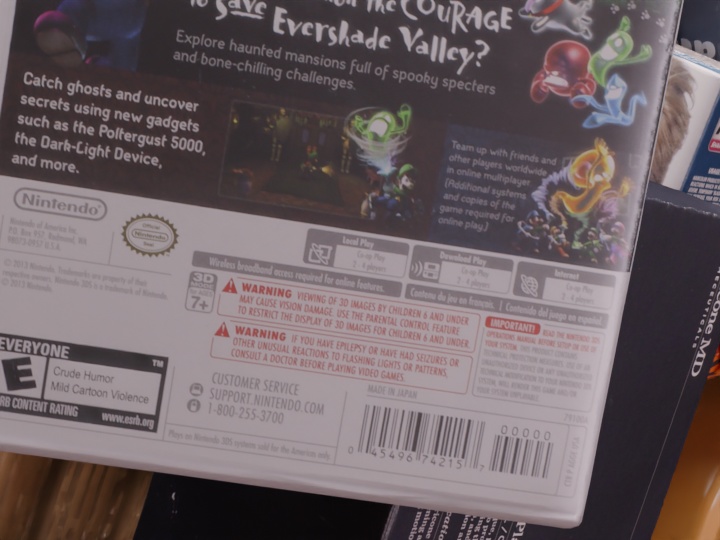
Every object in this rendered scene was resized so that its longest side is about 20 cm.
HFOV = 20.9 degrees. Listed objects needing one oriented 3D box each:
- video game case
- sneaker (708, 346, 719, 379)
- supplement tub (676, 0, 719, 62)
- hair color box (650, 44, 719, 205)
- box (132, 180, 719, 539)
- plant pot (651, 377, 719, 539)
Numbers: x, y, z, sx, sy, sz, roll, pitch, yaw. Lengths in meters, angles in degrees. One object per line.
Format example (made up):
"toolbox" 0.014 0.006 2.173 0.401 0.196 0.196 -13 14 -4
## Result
"video game case" -0.015 -0.026 0.572 0.199 0.023 0.183 9 99 -8
"sneaker" 0.203 0.022 0.949 0.199 0.112 0.078 -19 116 -38
"supplement tub" 0.188 -0.104 0.874 0.140 0.140 0.201 -29 122 -33
"hair color box" 0.089 -0.002 0.819 0.060 0.100 0.201 3 111 -53
"box" 0.032 0.050 0.703 0.182 0.104 0.201 10 101 -53
"plant pot" 0.256 0.157 0.994 0.199 0.183 0.201 -16 114 -39
